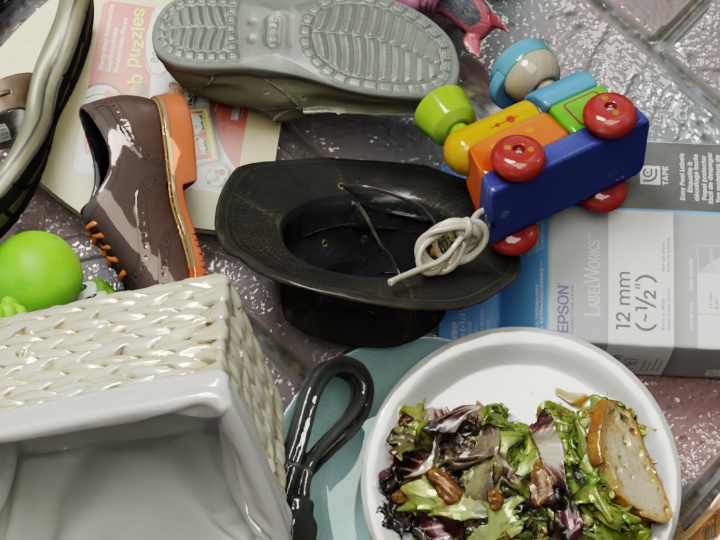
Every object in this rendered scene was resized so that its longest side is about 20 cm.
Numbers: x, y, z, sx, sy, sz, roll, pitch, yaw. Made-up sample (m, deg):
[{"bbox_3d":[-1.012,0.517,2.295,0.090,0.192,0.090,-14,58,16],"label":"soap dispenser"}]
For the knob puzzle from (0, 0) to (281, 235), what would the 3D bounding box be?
[{"bbox_3d":[-0.151,-0.113,1.776,0.219,0.030,0.220,1,72,-4],"label":"knob puzzle"}]

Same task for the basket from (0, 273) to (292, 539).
[{"bbox_3d":[-0.147,0.098,1.577,0.200,0.136,0.123,-11,38,12],"label":"basket"}]

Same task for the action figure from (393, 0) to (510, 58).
[{"bbox_3d":[0.032,-0.223,1.772,0.134,0.149,0.200,-36,63,-20],"label":"action figure"}]

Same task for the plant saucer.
[{"bbox_3d":[0.039,0.142,1.696,0.201,0.039,0.201,1,71,-3],"label":"plant saucer"}]

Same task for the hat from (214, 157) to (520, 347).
[{"bbox_3d":[0.000,0.000,1.709,0.200,0.081,0.201,9,33,-6],"label":"hat"}]

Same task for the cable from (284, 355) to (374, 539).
[{"bbox_3d":[-0.051,0.142,1.646,0.097,0.050,0.200,21,62,-20],"label":"cable"}]

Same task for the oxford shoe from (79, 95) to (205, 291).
[{"bbox_3d":[-0.142,-0.014,1.681,0.072,0.071,0.200,0,71,-21],"label":"oxford shoe"}]

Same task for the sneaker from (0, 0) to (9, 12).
[{"bbox_3d":[-0.234,-0.203,1.779,0.099,0.071,0.200,5,67,3],"label":"sneaker"}]

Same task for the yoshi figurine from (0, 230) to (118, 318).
[{"bbox_3d":[-0.246,0.041,1.678,0.200,0.112,0.112,-30,66,-19],"label":"yoshi figurine"}]

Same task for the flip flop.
[{"bbox_3d":[-0.223,-0.101,1.709,0.058,0.081,0.200,19,67,-2],"label":"flip flop"}]

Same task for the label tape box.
[{"bbox_3d":[0.153,-0.010,1.742,0.200,0.066,0.143,3,70,-4],"label":"label tape box"}]

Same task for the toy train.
[{"bbox_3d":[0.071,-0.071,1.677,0.200,0.085,0.116,-25,53,-21],"label":"toy train"}]

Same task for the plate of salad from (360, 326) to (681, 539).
[{"bbox_3d":[0.100,0.129,1.653,0.200,0.048,0.200,0,75,0],"label":"plate of salad"}]

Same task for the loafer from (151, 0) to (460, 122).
[{"bbox_3d":[-0.034,-0.137,1.740,0.200,0.070,0.075,9,64,4],"label":"loafer"}]

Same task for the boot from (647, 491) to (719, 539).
[{"bbox_3d":[0.257,0.195,1.677,0.200,0.074,0.155,-16,71,4],"label":"boot"}]
